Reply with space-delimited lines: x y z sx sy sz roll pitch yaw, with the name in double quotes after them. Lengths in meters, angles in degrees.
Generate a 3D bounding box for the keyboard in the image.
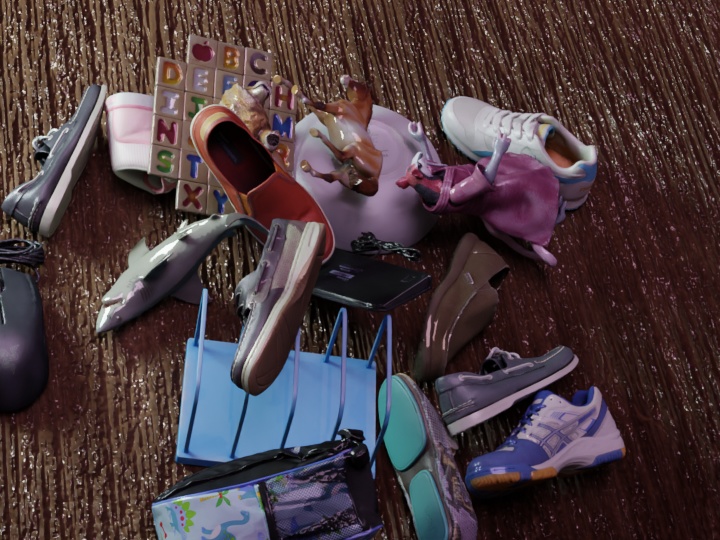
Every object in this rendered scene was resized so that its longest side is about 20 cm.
0.000 0.000 1.616 0.126 0.021 0.199 -32 30 -32 "keyboard"

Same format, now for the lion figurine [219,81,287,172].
-0.094 -0.102 1.649 0.072 0.123 0.202 -22 103 -5 "lion figurine"

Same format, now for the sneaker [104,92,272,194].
-0.185 -0.129 1.706 0.198 0.075 0.106 6 70 -23 "sneaker"

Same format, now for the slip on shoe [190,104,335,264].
-0.097 -0.080 1.558 0.074 0.061 0.201 -39 107 -3 "slip on shoe"

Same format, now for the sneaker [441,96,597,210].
0.187 -0.155 1.809 0.198 0.081 0.077 29 54 10 "sneaker"

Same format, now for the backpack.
-0.081 0.236 1.387 0.197 0.183 0.149 -12 82 -6 "backpack"

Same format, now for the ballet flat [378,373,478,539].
0.071 0.196 1.538 0.071 0.072 0.202 -5 56 -18 "ballet flat"

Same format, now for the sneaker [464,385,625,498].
0.174 0.169 1.552 0.198 0.075 0.089 -9 76 -39 "sneaker"

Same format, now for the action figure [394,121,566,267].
0.119 -0.085 1.703 0.198 0.151 0.133 -1 10 -32 "action figure"

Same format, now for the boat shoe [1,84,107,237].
-0.325 -0.129 1.666 0.062 0.073 0.202 19 56 -3 "boat shoe"

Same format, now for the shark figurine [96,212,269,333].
-0.167 -0.004 1.595 0.090 0.213 0.129 52 18 -23 "shark figurine"

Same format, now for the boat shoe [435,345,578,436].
0.151 0.106 1.589 0.199 0.073 0.062 -23 81 -42 "boat shoe"

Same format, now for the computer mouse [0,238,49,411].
-0.364 0.044 1.538 0.137 0.053 0.202 -8 57 -21 "computer mouse"

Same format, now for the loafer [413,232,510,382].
0.110 0.040 1.647 0.067 0.077 0.201 19 52 8 "loafer"

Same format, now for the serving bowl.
0.005 -0.118 1.745 0.197 0.066 0.202 7 52 -9 "serving bowl"

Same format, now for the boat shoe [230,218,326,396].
-0.087 0.030 1.458 0.064 0.072 0.202 13 53 12 "boat shoe"

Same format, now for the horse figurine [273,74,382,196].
-0.020 -0.142 1.666 0.132 0.050 0.202 21 36 -41 "horse figurine"

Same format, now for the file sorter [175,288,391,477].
-0.071 0.110 1.520 0.197 0.123 0.140 8 53 -9 "file sorter"

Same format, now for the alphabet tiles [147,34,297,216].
-0.147 -0.153 1.684 0.164 0.006 0.203 10 71 -23 "alphabet tiles"
